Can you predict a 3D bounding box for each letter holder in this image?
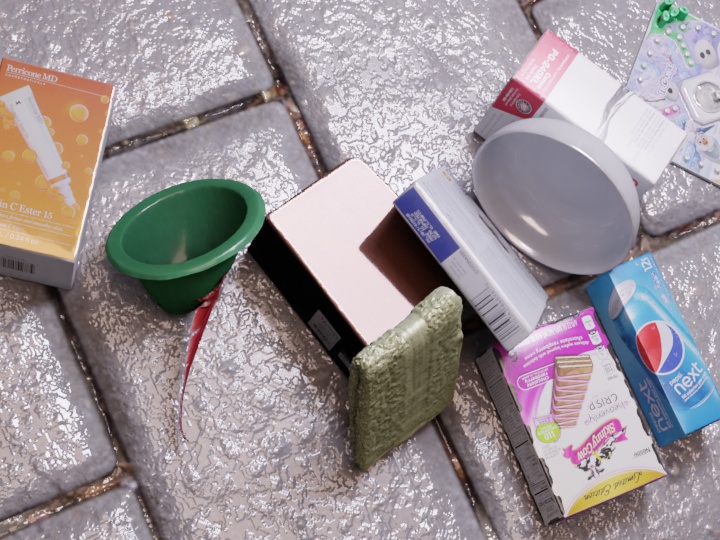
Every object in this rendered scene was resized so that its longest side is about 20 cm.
[{"bbox_3d":[0.000,0.000,1.606,0.142,0.101,0.201,-36,84,-24],"label":"letter holder"}]

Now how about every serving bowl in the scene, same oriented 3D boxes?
[{"bbox_3d":[0.224,-0.092,1.643,0.200,0.200,0.066,40,58,2],"label":"serving bowl"}]

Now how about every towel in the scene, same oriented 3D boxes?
[{"bbox_3d":[0.044,0.113,1.532,0.148,0.201,0.036,-37,60,-24],"label":"towel"}]

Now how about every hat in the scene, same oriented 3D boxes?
[{"bbox_3d":[-0.174,0.028,1.589,0.199,0.177,0.165,-34,40,-27],"label":"hat"}]

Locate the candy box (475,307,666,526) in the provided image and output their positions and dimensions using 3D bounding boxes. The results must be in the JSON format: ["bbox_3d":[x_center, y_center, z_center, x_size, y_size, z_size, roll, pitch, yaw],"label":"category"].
[{"bbox_3d":[0.228,0.158,1.630,0.135,0.061,0.202,-19,78,-20],"label":"candy box"}]

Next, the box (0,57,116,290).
[{"bbox_3d":[-0.336,-0.099,1.554,0.123,0.098,0.202,12,69,-10],"label":"box"}]

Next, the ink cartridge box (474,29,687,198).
[{"bbox_3d":[0.247,-0.155,1.694,0.199,0.145,0.084,37,66,1],"label":"ink cartridge box"}]

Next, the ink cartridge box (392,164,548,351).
[{"bbox_3d":[0.122,-0.018,1.610,0.043,0.200,0.197,-39,89,14],"label":"ink cartridge box"}]

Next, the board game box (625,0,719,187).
[{"bbox_3d":[0.425,-0.212,1.823,0.198,0.026,0.202,26,68,-5],"label":"board game box"}]

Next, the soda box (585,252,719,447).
[{"bbox_3d":[0.330,0.088,1.676,0.064,0.068,0.202,-20,78,-20],"label":"soda box"}]
